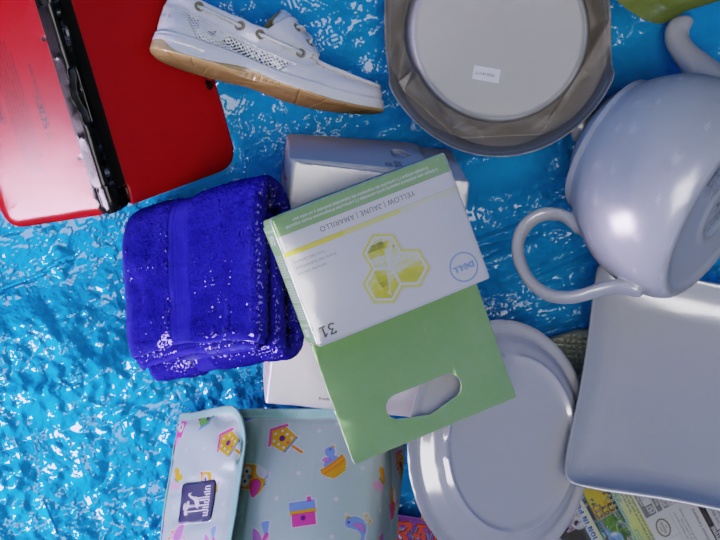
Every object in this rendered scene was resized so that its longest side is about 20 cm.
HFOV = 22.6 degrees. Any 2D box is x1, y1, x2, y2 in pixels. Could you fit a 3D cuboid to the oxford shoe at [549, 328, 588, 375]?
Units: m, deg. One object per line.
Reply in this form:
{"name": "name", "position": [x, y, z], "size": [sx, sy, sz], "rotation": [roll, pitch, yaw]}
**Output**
{"name": "oxford shoe", "position": [0.142, 0.123, 1.565], "size": [0.200, 0.058, 0.075], "rotation": [-41, 75, -8]}

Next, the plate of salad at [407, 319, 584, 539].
{"name": "plate of salad", "position": [0.109, 0.140, 1.456], "size": [0.200, 0.048, 0.201], "rotation": [3, 85, -38]}

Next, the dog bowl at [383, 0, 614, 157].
{"name": "dog bowl", "position": [0.112, -0.195, 1.472], "size": [0.199, 0.059, 0.201], "rotation": [0, 98, 2]}

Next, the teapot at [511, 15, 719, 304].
{"name": "teapot", "position": [0.233, -0.081, 1.473], "size": [0.146, 0.200, 0.198], "rotation": [32, 126, 23]}

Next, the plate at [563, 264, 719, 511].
{"name": "plate", "position": [0.278, 0.104, 1.492], "size": [0.199, 0.032, 0.200], "rotation": [10, 66, 5]}

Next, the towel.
{"name": "towel", "position": [-0.125, 0.009, 1.437], "size": [0.049, 0.200, 0.148], "rotation": [-5, 86, -40]}

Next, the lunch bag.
{"name": "lunch bag", "position": [-0.072, 0.201, 1.492], "size": [0.199, 0.122, 0.171], "rotation": [2, 74, 14]}

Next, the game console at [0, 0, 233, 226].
{"name": "game console", "position": [-0.226, -0.154, 1.490], "size": [0.172, 0.119, 0.201], "rotation": [-7, 105, 30]}

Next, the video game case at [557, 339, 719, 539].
{"name": "video game case", "position": [0.212, 0.186, 1.517], "size": [0.182, 0.022, 0.200], "rotation": [-27, 83, -8]}

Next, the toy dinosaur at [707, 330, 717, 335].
{"name": "toy dinosaur", "position": [0.285, 0.092, 1.572], "size": [0.199, 0.047, 0.088], "rotation": [-18, 111, 4]}

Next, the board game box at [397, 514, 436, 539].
{"name": "board game box", "position": [0.046, 0.276, 1.570], "size": [0.199, 0.032, 0.120], "rotation": [9, 73, -13]}

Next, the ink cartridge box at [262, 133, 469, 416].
{"name": "ink cartridge box", "position": [0.000, 0.000, 1.475], "size": [0.144, 0.147, 0.201], "rotation": [6, 103, -5]}

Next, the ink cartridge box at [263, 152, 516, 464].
{"name": "ink cartridge box", "position": [0.028, 0.030, 1.360], "size": [0.145, 0.048, 0.200], "rotation": [-21, 93, -11]}

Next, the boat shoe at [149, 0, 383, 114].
{"name": "boat shoe", "position": [-0.068, -0.179, 1.467], "size": [0.200, 0.071, 0.070], "rotation": [17, 83, -18]}

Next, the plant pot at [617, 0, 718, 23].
{"name": "plant pot", "position": [0.274, -0.294, 1.396], "size": [0.193, 0.200, 0.200], "rotation": [-33, 106, 36]}
